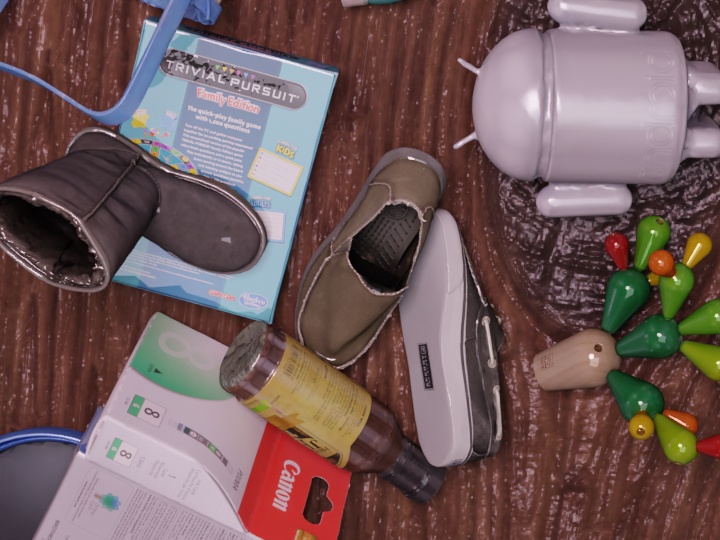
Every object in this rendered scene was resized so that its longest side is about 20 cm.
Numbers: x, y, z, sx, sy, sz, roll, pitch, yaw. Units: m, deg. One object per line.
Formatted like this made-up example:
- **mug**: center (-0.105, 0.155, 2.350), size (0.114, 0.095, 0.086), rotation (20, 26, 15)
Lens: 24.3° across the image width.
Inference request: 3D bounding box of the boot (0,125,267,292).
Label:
- **boot**: center (-0.157, -0.030, 1.164), size (0.181, 0.200, 0.073), rotation (26, 102, -5)

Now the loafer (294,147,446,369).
- **loafer**: center (0.000, 0.000, 1.269), size (0.075, 0.070, 0.201), rotation (22, 120, -4)

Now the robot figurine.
- **robot figurine**: center (0.169, -0.122, 1.236), size (0.199, 0.113, 0.171), rotation (1, 104, 0)

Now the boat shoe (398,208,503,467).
- **boat shoe**: center (0.075, 0.050, 1.305), size (0.063, 0.071, 0.201), rotation (-7, 96, -32)

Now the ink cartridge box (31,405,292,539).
- **ink cartridge box**: center (-0.142, 0.211, 1.276), size (0.199, 0.076, 0.137), rotation (27, 117, -5)

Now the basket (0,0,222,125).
- **basket**: center (-0.178, -0.213, 1.180), size (0.176, 0.139, 0.201), rotation (28, 83, 34)

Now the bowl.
- **bowl**: center (-0.253, 0.222, 1.351), size (0.199, 0.039, 0.202), rotation (0, 102, 0)

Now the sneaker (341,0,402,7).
- **sneaker**: center (0.014, -0.276, 1.190), size (0.079, 0.072, 0.201), rotation (-5, 139, 5)

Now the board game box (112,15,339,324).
- **board game box**: center (-0.114, -0.077, 1.280), size (0.150, 0.047, 0.201), rotation (15, 102, -3)

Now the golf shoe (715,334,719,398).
- **golf shoe**: center (0.327, 0.027, 1.293), size (0.091, 0.075, 0.201), rotation (4, 104, -4)

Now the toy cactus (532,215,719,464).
- **toy cactus**: center (0.206, 0.059, 1.275), size (0.164, 0.102, 0.201), rotation (-20, 72, 31)

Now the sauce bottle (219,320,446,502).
- **sauce bottle**: center (-0.017, 0.116, 1.300), size (0.200, 0.065, 0.065), rotation (36, 100, -22)

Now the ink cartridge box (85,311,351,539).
- **ink cartridge box**: center (-0.094, 0.126, 1.267), size (0.199, 0.161, 0.050), rotation (25, 117, -5)
